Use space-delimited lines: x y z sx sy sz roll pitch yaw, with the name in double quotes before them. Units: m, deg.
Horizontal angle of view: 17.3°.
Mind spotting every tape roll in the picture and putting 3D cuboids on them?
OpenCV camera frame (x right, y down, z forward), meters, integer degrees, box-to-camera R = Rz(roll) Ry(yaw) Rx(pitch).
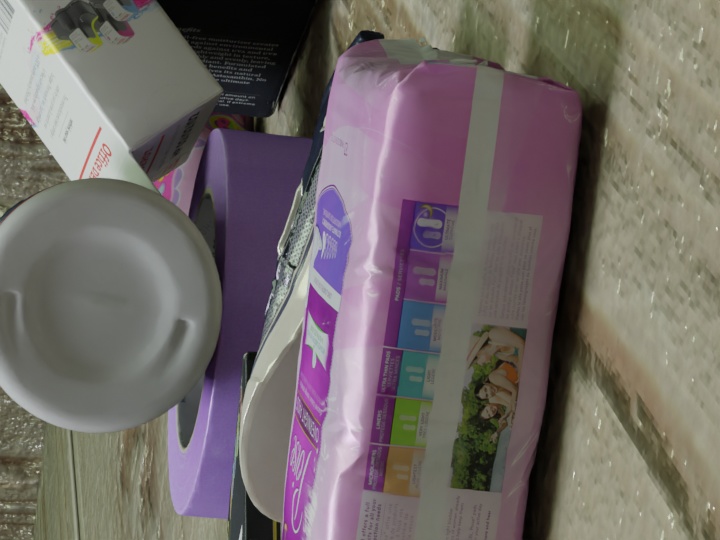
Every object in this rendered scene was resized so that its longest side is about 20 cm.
"tape roll" -0.055 0.029 1.231 0.200 0.065 0.202 -175 90 -79

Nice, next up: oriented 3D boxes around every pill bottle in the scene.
"pill bottle" -0.139 0.015 1.191 0.200 0.118 0.121 -178 94 -80

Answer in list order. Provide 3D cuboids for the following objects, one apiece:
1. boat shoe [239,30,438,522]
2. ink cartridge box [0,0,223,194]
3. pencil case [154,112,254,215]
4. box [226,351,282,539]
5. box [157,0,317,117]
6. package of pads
"boat shoe" 0.000 0.000 0.958 0.093 0.074 0.201 -97 25 -63
"ink cartridge box" -0.144 -0.108 1.295 0.201 0.068 0.115 54 159 5
"pencil case" -0.106 -0.026 1.478 0.088 0.087 0.201 108 164 -49
"box" -0.036 0.153 1.063 0.200 0.049 0.162 101 167 -60
"box" -0.087 -0.227 1.383 0.199 0.122 0.202 122 151 -64
"package of pads" 0.020 0.024 0.806 0.121 0.075 0.202 -129 46 -79
